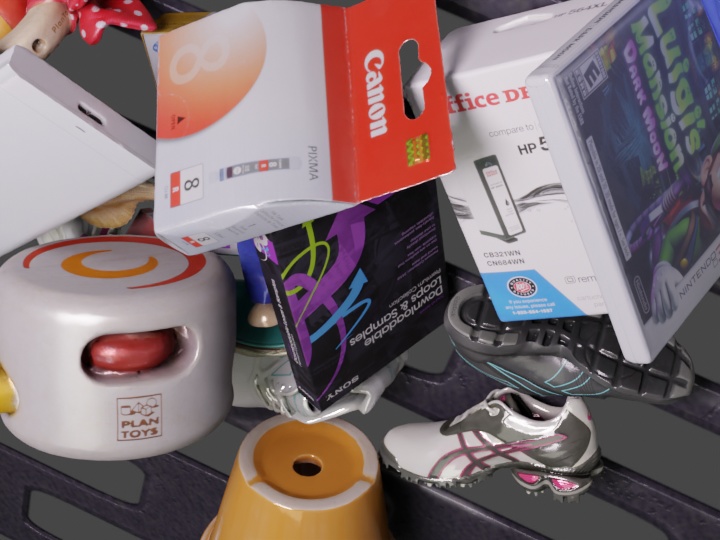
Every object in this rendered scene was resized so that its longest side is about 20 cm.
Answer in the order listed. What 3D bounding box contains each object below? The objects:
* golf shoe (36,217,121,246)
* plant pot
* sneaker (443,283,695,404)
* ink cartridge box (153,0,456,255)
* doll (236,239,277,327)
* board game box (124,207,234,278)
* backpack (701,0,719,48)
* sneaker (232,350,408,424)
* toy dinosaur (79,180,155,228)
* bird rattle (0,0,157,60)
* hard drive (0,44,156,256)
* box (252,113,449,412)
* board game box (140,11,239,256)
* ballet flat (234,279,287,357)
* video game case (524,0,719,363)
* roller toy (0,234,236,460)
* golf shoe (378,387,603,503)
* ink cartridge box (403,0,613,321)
[{"bbox_3d":[-0.264,-0.052,0.952,0.091,0.075,0.201,19,121,20],"label":"golf shoe"},{"bbox_3d":[-0.054,0.238,0.985,0.199,0.200,0.184,14,124,13],"label":"plant pot"},{"bbox_3d":[0.165,0.065,0.861,0.199,0.076,0.079,17,148,13],"label":"sneaker"},{"bbox_3d":[-0.044,-0.111,0.705,0.199,0.163,0.050,-17,151,25],"label":"ink cartridge box"},{"bbox_3d":[-0.060,-0.052,0.820,0.136,0.049,0.201,3,119,20],"label":"doll"},{"bbox_3d":[-0.202,0.056,0.949,0.103,0.019,0.201,38,108,13],"label":"board game box"},{"bbox_3d":[0.289,-0.161,0.572,0.199,0.168,0.163,-20,122,23],"label":"backpack"},{"bbox_3d":[-0.058,0.097,0.960,0.199,0.080,0.071,-13,120,31],"label":"sneaker"},{"bbox_3d":[-0.207,-0.071,0.859,0.199,0.058,0.101,-4,134,19],"label":"toy dinosaur"},{"bbox_3d":[-0.259,-0.186,0.802,0.163,0.201,0.113,32,175,41],"label":"bird rattle"},{"bbox_3d":[-0.255,-0.077,0.772,0.199,0.026,0.132,-21,139,34],"label":"hard drive"},{"bbox_3d":[0.000,0.000,0.806,0.036,0.143,0.201,40,154,37],"label":"box"},{"bbox_3d":[-0.076,-0.102,0.849,0.152,0.040,0.201,5,125,20],"label":"board game box"},{"bbox_3d":[-0.127,0.041,0.972,0.199,0.068,0.062,13,157,18],"label":"ballet flat"},{"bbox_3d":[0.191,-0.075,0.670,0.023,0.182,0.201,5,129,48],"label":"video game case"},{"bbox_3d":[-0.189,0.061,0.830,0.181,0.200,0.141,10,108,21],"label":"roller toy"},{"bbox_3d":[0.109,0.140,0.929,0.199,0.077,0.089,0,110,23],"label":"golf shoe"},{"bbox_3d":[0.137,-0.072,0.743,0.145,0.084,0.201,-7,122,36],"label":"ink cartridge box"}]
